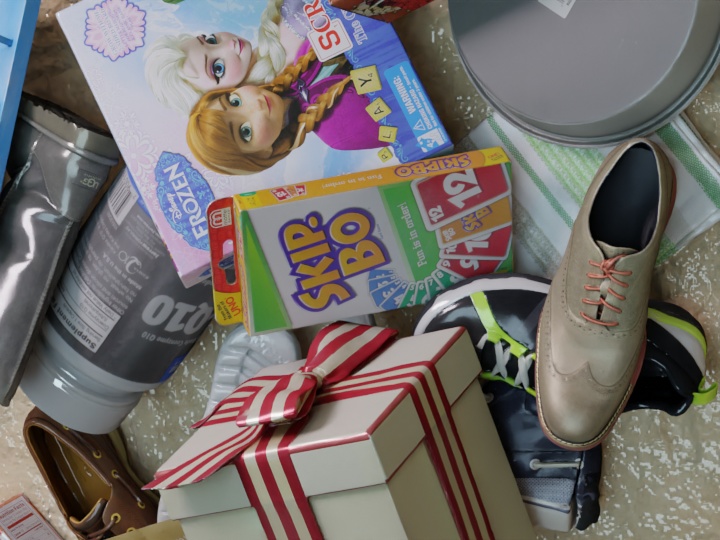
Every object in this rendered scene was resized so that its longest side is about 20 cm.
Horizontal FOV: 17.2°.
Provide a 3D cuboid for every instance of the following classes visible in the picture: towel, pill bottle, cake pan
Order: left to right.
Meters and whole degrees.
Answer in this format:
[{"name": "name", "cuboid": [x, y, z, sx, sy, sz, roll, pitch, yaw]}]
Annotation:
[{"name": "pill bottle", "cuboid": [-0.156, 0.012, 1.659, 0.114, 0.114, 0.200, 41, 115, 9]}, {"name": "towel", "cuboid": [0.137, -0.050, 1.571, 0.200, 0.031, 0.149, -40, 83, 28]}, {"name": "cake pan", "cuboid": [0.139, -0.178, 1.509, 0.199, 0.037, 0.201, 1, 92, 28]}]

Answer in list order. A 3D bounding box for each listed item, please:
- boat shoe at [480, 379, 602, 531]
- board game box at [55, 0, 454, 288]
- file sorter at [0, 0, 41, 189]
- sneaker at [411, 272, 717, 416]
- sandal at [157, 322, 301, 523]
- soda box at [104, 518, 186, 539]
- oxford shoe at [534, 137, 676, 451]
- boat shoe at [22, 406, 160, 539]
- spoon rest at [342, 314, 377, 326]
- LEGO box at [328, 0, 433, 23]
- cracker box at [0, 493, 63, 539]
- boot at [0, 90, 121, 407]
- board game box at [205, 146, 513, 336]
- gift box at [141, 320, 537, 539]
[{"name": "boat shoe", "cuboid": [0.071, 0.107, 1.609, 0.199, 0.075, 0.093, 11, 108, 13]}, {"name": "board game box", "cuboid": [-0.070, -0.121, 1.562, 0.199, 0.041, 0.201, -27, 79, -3]}, {"name": "file sorter", "cuboid": [-0.321, -0.120, 1.629, 0.138, 0.122, 0.201, -4, 72, 49]}, {"name": "sneaker", "cuboid": [0.131, 0.055, 1.533, 0.199, 0.083, 0.072, 3, 131, 5]}, {"name": "sandal", "cuboid": [-0.084, 0.125, 1.694, 0.082, 0.050, 0.203, 22, 111, -1]}, {"name": "soda box", "cuboid": [-0.141, 0.218, 1.603, 0.064, 0.200, 0.068, 37, 115, 24]}, {"name": "oxford shoe", "cuboid": [0.148, 0.011, 1.478, 0.070, 0.075, 0.201, 11, 82, 10]}, {"name": "boat shoe", "cuboid": [-0.185, 0.181, 1.737, 0.072, 0.068, 0.201, -32, 89, 26]}, {"name": "spoon rest", "cuboid": [0.000, 0.000, 1.611, 0.200, 0.061, 0.099, 52, 152, 3]}, {"name": "LEGO box", "cuboid": [0.028, -0.281, 1.503, 0.148, 0.077, 0.201, -24, 76, 26]}, {"name": "cracker box", "cuboid": [-0.244, 0.288, 1.793, 0.200, 0.058, 0.134, 48, 115, 7]}, {"name": "boot", "cuboid": [-0.251, -0.022, 1.657, 0.182, 0.072, 0.201, 31, 102, 55]}, {"name": "board game box", "cuboid": [0.001, -0.017, 1.533, 0.199, 0.030, 0.096, -10, 121, -10]}, {"name": "gift box", "cuboid": [-0.022, 0.147, 1.512, 0.199, 0.185, 0.188, -13, 106, 24]}]
